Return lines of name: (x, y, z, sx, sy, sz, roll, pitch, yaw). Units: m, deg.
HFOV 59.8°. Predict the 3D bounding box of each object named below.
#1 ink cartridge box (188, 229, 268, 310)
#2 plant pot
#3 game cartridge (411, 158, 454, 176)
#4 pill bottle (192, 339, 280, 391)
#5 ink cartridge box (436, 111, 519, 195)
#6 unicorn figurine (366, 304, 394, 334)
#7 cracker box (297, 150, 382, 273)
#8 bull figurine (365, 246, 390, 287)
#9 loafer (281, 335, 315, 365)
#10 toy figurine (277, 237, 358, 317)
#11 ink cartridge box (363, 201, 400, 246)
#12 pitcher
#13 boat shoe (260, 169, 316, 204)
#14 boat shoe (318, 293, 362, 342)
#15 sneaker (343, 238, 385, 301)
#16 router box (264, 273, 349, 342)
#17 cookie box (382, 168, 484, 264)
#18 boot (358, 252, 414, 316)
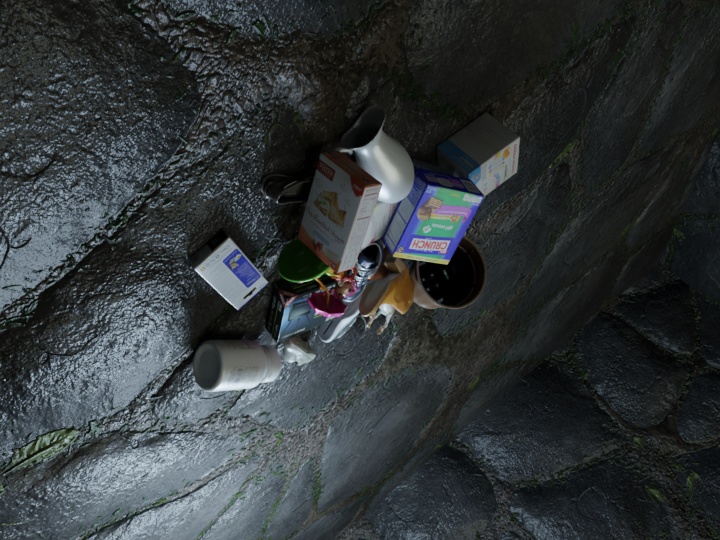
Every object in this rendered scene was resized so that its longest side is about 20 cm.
ink cartridge box: (-0.273, 0.004, 1.321, 0.094, 0.037, 0.201, -42, 146, -7)
plant pot: (0.220, 0.017, 1.739, 0.198, 0.202, 0.198, -34, 178, -16)
game cartridge: (0.149, -0.169, 1.553, 0.130, 0.041, 0.203, 17, 122, -10)
pill bottle: (-0.287, 0.222, 1.483, 0.198, 0.114, 0.115, 8, 122, -53)
ink cartridge box: (0.305, -0.286, 1.579, 0.198, 0.125, 0.130, -35, 148, -13)
unicorn figurine: (0.062, 0.096, 1.704, 0.138, 0.073, 0.201, -53, 168, -22)
cracker box: (-0.046, -0.117, 1.260, 0.057, 0.133, 0.203, -17, 136, -45)
bull figurine: (0.071, -0.025, 1.667, 0.200, 0.065, 0.121, -46, 156, 13)
loafer: (-0.172, 0.212, 1.639, 0.069, 0.071, 0.200, -35, 156, -2)
toy figurine: (-0.066, 0.018, 1.421, 0.196, 0.151, 0.186, -25, 132, -2)
ink cartridge box: (0.022, -0.132, 1.480, 0.197, 0.068, 0.117, -27, 145, -25)
pitcher: (0.020, -0.223, 1.340, 0.170, 0.122, 0.200, -33, 139, 6)
boat shoe: (-0.113, -0.165, 1.291, 0.197, 0.057, 0.068, -12, 137, -42)
boat shoe: (-0.041, 0.114, 1.706, 0.200, 0.073, 0.070, -48, 158, 26)
sneaker: (0.000, 0.000, 1.562, 0.203, 0.069, 0.109, -61, -176, 16)
router box: (-0.131, 0.077, 1.548, 0.197, 0.062, 0.152, -19, 142, -36)
cookie box: (0.170, -0.123, 1.478, 0.168, 0.076, 0.203, 6, 126, -29)
boot: (0.078, 0.070, 1.592, 0.203, 0.070, 0.145, -60, 136, -29)
